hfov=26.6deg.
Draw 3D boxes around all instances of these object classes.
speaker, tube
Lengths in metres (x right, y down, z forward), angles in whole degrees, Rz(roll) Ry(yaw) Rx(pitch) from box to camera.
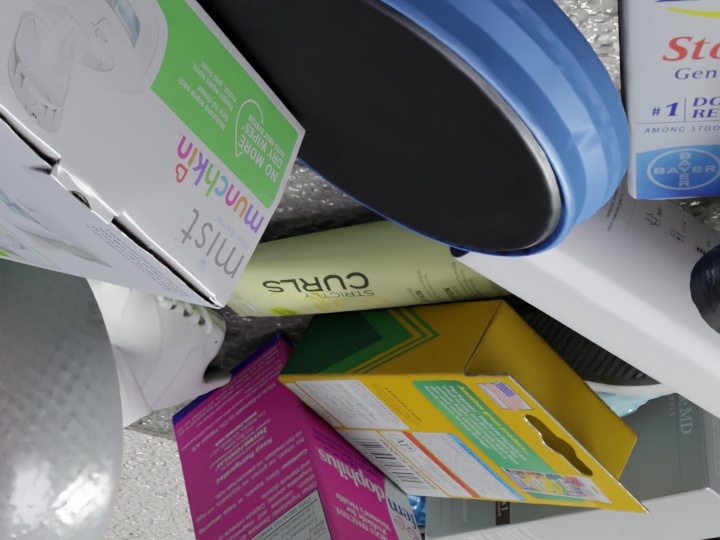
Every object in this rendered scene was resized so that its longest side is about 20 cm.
[{"bbox_3d":[0.144,0.007,0.748,0.200,0.081,0.081,30,144,-14],"label":"speaker"},{"bbox_3d":[0.000,0.000,0.838,0.199,0.052,0.058,-7,111,26],"label":"tube"}]

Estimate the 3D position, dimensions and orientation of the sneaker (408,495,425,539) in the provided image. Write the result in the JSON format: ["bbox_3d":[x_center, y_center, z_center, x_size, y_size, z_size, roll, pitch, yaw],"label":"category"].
[{"bbox_3d":[-0.017,0.150,1.083,0.199,0.075,0.087,19,-178,-2],"label":"sneaker"}]

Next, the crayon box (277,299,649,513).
[{"bbox_3d":[0.061,0.076,0.847,0.126,0.052,0.200,44,153,-26],"label":"crayon box"}]

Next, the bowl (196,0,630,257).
[{"bbox_3d":[0.012,-0.076,0.613,0.200,0.039,0.201,31,162,11],"label":"bowl"}]

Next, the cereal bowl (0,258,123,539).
[{"bbox_3d":[-0.213,0.072,0.821,0.083,0.201,0.200,-6,161,-39],"label":"cereal bowl"}]

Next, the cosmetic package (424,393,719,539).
[{"bbox_3d":[0.145,0.122,0.974,0.200,0.107,0.090,-20,144,32],"label":"cosmetic package"}]

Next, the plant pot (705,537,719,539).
[{"bbox_3d":[0.253,0.216,1.068,0.200,0.201,0.183,-14,158,28],"label":"plant pot"}]

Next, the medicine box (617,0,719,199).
[{"bbox_3d":[0.184,-0.122,0.547,0.182,0.103,0.200,-2,151,10],"label":"medicine box"}]

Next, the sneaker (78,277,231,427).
[{"bbox_3d":[-0.126,0.021,0.883,0.087,0.075,0.200,-14,153,-4],"label":"sneaker"}]

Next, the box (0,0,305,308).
[{"bbox_3d":[-0.151,-0.080,0.607,0.176,0.097,0.200,11,157,34],"label":"box"}]

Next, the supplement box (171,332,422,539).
[{"bbox_3d":[-0.034,0.153,0.924,0.103,0.200,0.101,-38,130,17],"label":"supplement box"}]

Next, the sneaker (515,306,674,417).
[{"bbox_3d":[0.150,0.053,0.893,0.200,0.074,0.082,-9,151,43],"label":"sneaker"}]

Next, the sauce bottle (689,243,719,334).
[{"bbox_3d":[0.186,-0.032,0.536,0.065,0.065,0.200,12,149,-15],"label":"sauce bottle"}]
